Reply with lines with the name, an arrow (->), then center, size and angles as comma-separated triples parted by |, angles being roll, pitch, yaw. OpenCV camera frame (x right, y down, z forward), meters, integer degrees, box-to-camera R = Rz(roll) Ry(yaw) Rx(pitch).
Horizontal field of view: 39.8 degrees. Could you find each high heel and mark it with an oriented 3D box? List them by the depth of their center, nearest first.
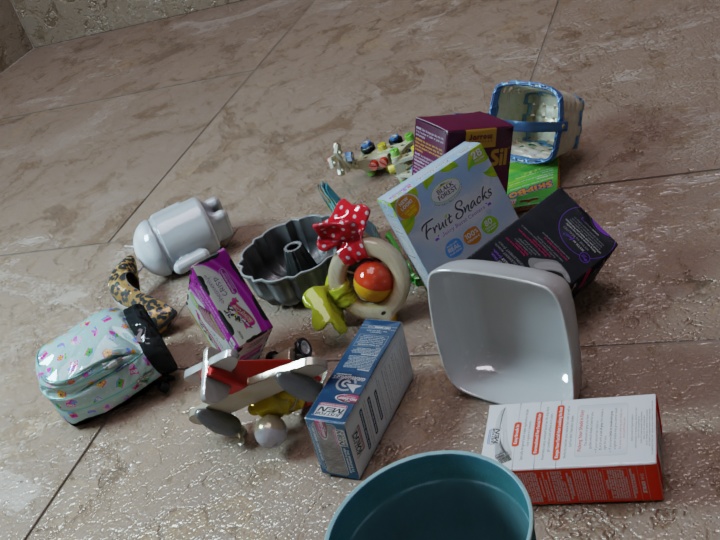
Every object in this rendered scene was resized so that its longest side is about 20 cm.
high heel -> -0.377, 0.037, 1.765 | 0.141, 0.072, 0.202 | -17, 48, 17

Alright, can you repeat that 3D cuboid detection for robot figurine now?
robot figurine -> -0.343, -0.062, 1.876 | 0.198, 0.114, 0.170 | -26, 47, -10

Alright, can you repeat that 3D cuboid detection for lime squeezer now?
lime squeezer -> 0.106, -0.001, 1.577 | 0.199, 0.038, 0.071 | 23, 42, 30

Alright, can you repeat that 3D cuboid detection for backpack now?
backpack -> -0.406, 0.146, 1.567 | 0.199, 0.127, 0.167 | -30, 35, -11

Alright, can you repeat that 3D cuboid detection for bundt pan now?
bundt pan -> -0.103, -0.010, 1.685 | 0.200, 0.076, 0.203 | -15, 30, 9

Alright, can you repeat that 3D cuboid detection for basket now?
basket -> 0.282, -0.256, 1.718 | 0.198, 0.141, 0.176 | -2, 15, -39

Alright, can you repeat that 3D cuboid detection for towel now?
towel -> 0.001, -0.066, 1.655 | 0.022, 0.146, 0.200 | -45, 30, 9

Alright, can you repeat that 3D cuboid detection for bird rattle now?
bird rattle -> 0.000, 0.000, 1.514 | 0.161, 0.202, 0.113 | 17, 14, 7

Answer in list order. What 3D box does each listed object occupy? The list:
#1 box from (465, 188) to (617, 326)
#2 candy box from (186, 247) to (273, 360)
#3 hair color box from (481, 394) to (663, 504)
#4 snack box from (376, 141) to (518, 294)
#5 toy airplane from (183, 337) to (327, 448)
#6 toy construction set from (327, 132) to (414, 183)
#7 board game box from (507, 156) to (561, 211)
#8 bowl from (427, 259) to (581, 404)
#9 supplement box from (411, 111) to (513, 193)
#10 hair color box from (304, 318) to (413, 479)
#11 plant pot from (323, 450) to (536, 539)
box -> 0.241, 0.000, 1.390 | 0.199, 0.106, 0.122 | -35, 71, -26
candy box -> -0.197, 0.066, 1.466 | 0.061, 0.137, 0.200 | -30, -10, -18
hair color box -> 0.243, 0.207, 1.143 | 0.198, 0.064, 0.111 | -6, 34, 21
snack box -> 0.145, -0.063, 1.477 | 0.168, 0.201, 0.068 | -34, 16, -11
toy airplane -> -0.138, 0.169, 1.336 | 0.197, 0.143, 0.200 | -12, -15, -9
toy construction set -> 0.038, -0.213, 1.926 | 0.198, 0.093, 0.132 | 2, 36, 15
board game box -> 0.300, -0.158, 1.733 | 0.095, 0.030, 0.201 | -9, 29, 19
bowl -> 0.191, 0.073, 1.258 | 0.198, 0.202, 0.075 | 9, 34, 36
supplement box -> 0.159, -0.141, 1.587 | 0.130, 0.202, 0.103 | -9, 24, -25
hair color box -> 0.003, 0.165, 1.313 | 0.060, 0.101, 0.200 | 4, 37, 25
plant pot -> 0.085, 0.310, 0.946 | 0.198, 0.189, 0.201 | -14, 31, 9
